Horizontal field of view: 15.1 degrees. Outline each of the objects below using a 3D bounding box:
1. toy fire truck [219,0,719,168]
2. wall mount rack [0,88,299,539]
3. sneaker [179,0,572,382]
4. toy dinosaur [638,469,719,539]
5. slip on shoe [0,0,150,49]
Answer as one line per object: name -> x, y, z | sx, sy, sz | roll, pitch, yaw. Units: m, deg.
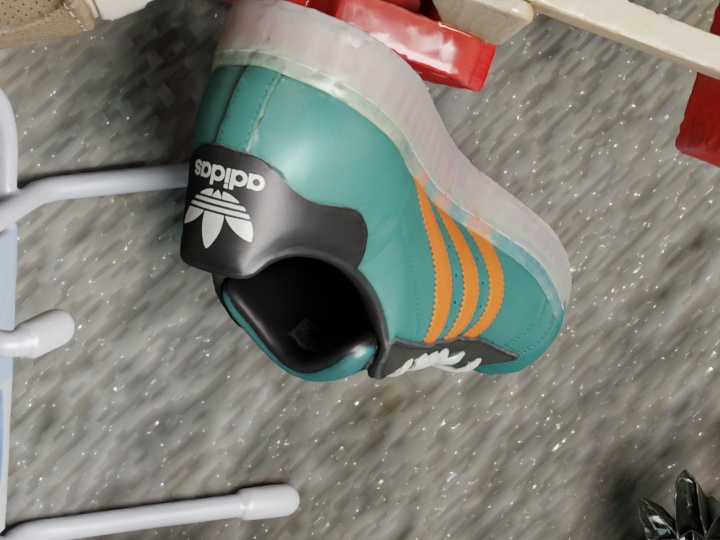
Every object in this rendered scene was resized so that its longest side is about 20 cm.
toy fire truck -> 0.027, -0.077, 0.738 | 0.200, 0.141, 0.049 | 19, 89, -36
wall mount rack -> -0.080, 0.039, 0.781 | 0.174, 0.074, 0.201 | -40, 141, -60
sneaker -> 0.000, 0.000, 0.775 | 0.200, 0.071, 0.080 | 44, 65, -57
toy dinosaur -> 0.168, 0.106, 0.935 | 0.136, 0.102, 0.201 | -9, 90, -67
slip on shoe -> -0.101, -0.139, 0.628 | 0.060, 0.076, 0.200 | -21, 130, -8
